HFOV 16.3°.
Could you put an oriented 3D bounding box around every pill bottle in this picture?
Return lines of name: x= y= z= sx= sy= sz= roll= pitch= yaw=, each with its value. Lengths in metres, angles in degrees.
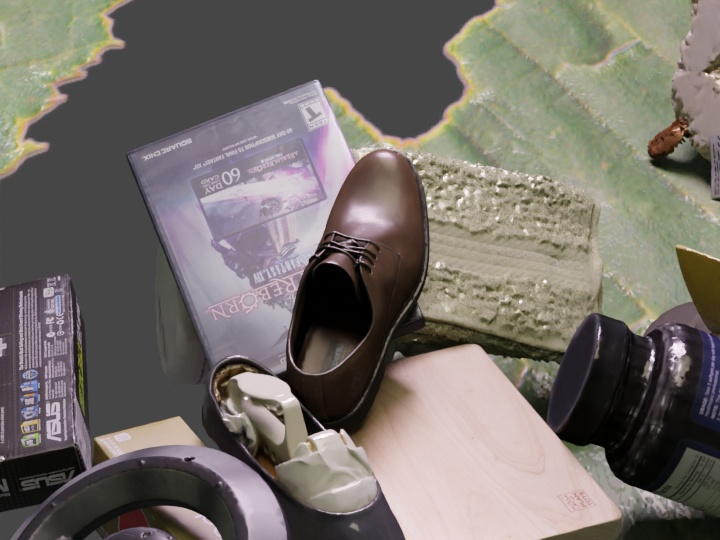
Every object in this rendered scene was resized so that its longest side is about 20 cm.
pill bottle: x=0.229 y=0.100 z=1.634 sx=0.199 sy=0.112 sz=0.112 roll=21 pitch=30 yaw=-8
pill bottle: x=-0.038 y=0.022 z=1.748 sx=0.199 sy=0.113 sz=0.112 roll=-1 pitch=32 yaw=-14

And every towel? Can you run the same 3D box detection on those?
towel: x=0.081 y=-0.010 z=1.727 sx=0.199 sy=0.036 sz=0.149 roll=10 pitch=61 yaw=-24

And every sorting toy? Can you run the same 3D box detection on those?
sorting toy: x=0.029 y=0.147 z=1.594 sx=0.198 sy=0.070 sz=0.200 roll=-12 pitch=37 yaw=-23

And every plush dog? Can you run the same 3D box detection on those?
plush dog: x=0.340 y=-0.147 z=2.112 sx=0.172 sy=0.160 sz=0.200 roll=-9 pitch=61 yaw=-50

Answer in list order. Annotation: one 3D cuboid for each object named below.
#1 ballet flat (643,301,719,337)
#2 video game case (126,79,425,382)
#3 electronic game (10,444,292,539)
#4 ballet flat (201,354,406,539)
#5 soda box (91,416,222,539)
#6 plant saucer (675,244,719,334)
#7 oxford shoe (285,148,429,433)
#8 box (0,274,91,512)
ballet flat: x=0.236 y=0.079 z=1.785 sx=0.067 sy=0.046 sz=0.200 roll=-20 pitch=22 yaw=15
video game case: x=-0.058 y=-0.022 z=1.673 sx=0.142 sy=0.019 sz=0.200 roll=-21 pitch=62 yaw=-4
electronic game: x=-0.132 y=0.186 z=1.454 sx=0.199 sy=0.042 sz=0.200 roll=-14 pitch=47 yaw=16
ballet flat: x=-0.037 y=0.114 z=1.512 sx=0.073 sy=0.073 sz=0.200 roll=-13 pitch=37 yaw=-30
soda box: x=-0.094 y=0.175 z=1.529 sx=0.064 sy=0.068 sz=0.200 roll=-13 pitch=37 yaw=-30
plant saucer: x=0.325 y=0.050 z=1.659 sx=0.200 sy=0.049 sz=0.200 roll=23 pitch=3 yaw=38
oxford shoe: x=0.000 y=0.000 z=1.598 sx=0.072 sy=0.084 sz=0.201 roll=7 pitch=61 yaw=11
box: x=-0.273 y=0.089 z=1.612 sx=0.193 sy=0.048 sz=0.200 roll=-14 pitch=33 yaw=0
